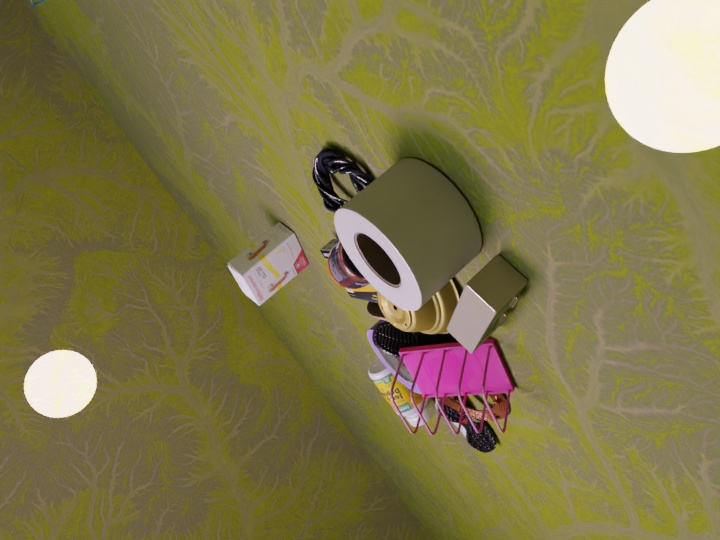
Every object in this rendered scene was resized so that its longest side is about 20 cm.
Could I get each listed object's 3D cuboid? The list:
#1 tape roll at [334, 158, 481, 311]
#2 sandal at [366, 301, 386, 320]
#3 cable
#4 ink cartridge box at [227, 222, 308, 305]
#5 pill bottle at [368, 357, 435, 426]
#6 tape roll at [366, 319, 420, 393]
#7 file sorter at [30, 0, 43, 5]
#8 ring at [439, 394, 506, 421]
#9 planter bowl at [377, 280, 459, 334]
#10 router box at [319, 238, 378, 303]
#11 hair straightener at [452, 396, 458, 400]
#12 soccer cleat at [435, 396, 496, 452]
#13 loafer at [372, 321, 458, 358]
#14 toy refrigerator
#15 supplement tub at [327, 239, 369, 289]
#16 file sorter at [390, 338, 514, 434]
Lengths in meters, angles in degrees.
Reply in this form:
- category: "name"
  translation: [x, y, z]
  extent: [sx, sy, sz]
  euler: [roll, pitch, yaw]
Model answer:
- category: "tape roll"
  translation: [0.073, -0.057, 0.967]
  extent: [0.203, 0.139, 0.203]
  euler: [44, 162, 18]
- category: "sandal"
  translation: [0.092, 0.107, 1.356]
  extent: [0.211, 0.078, 0.070]
  euler: [7, 133, 57]
- category: "cable"
  translation: [-0.035, -0.158, 1.173]
  extent: [0.200, 0.051, 0.164]
  euler: [40, 160, 31]
- category: "ink cartridge box"
  translation: [-0.266, -0.017, 1.775]
  extent: [0.083, 0.200, 0.146]
  euler: [36, 158, 37]
- category: "pill bottle"
  translation: [0.118, 0.325, 1.668]
  extent: [0.201, 0.113, 0.113]
  euler: [55, 162, -14]
- category: "tape roll"
  translation: [0.112, 0.194, 1.468]
  extent: [0.200, 0.085, 0.200]
  euler: [44, 162, 18]
- category: "file sorter"
  translation: [-1.045, -0.967, 1.907]
  extent: [0.201, 0.122, 0.139]
  euler: [55, 161, -13]
- category: "ring"
  translation: [0.230, 0.276, 1.337]
  extent: [0.199, 0.019, 0.201]
  euler: [24, 149, 15]
- category: "planter bowl"
  translation: [0.091, 0.054, 1.164]
  extent: [0.200, 0.083, 0.202]
  euler: [38, 145, 33]
- category: "router box"
  translation: [0.000, 0.000, 1.400]
  extent: [0.150, 0.051, 0.200]
  euler: [56, 160, -18]
- category: "hair straightener"
  translation: [0.218, 0.243, 1.374]
  extent: [0.077, 0.041, 0.200]
  euler: [46, 162, 12]
- category: "soccer cleat"
  translation: [0.262, 0.368, 1.506]
  extent: [0.200, 0.068, 0.073]
  euler: [43, -164, -10]
- category: "loafer"
  translation: [0.122, 0.159, 1.285]
  extent: [0.198, 0.074, 0.071]
  euler: [12, 167, 11]
- category: "toy refrigerator"
  translation: [0.203, 0.063, 0.993]
  extent: [0.070, 0.076, 0.200]
  euler: [44, 161, 18]
- category: "supplement tub"
  translation: [-0.007, -0.020, 1.179]
  extent: [0.107, 0.107, 0.200]
  euler: [51, 165, -2]
- category: "file sorter"
  translation: [0.176, 0.235, 1.176]
  extent: [0.198, 0.126, 0.140]
  euler: [-10, 126, 30]
